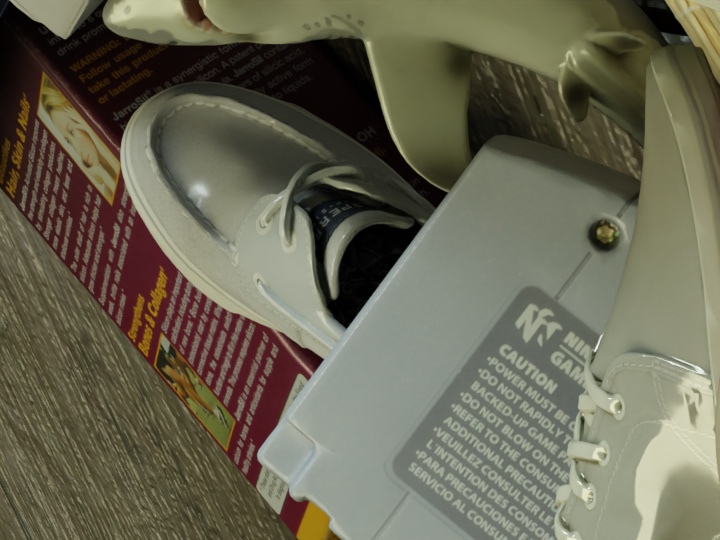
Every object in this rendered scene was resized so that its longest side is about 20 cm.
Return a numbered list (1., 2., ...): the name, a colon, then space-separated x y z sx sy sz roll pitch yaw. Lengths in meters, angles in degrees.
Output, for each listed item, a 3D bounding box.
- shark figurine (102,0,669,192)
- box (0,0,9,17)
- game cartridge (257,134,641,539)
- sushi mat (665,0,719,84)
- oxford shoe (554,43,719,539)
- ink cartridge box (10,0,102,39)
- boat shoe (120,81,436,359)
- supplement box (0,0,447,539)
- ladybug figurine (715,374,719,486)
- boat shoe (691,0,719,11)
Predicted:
1. shark figurine: 0.049 -0.064 0.789 0.214 0.128 0.090 36 -165 -17
2. box: -0.115 -0.124 0.905 0.032 0.121 0.200 25 146 -13
3. game cartridge: 0.087 0.061 0.741 0.200 0.133 0.042 39 -169 7
4. sushi mat: 0.149 -0.003 0.724 0.200 0.012 0.096 59 155 -6
5. oxford shoe: 0.076 0.045 0.686 0.075 0.058 0.200 -54 -39 -75
6. ink cartridge box: -0.091 -0.155 0.697 0.145 0.084 0.200 42 164 -4
7. boat shoe: 0.000 0.000 0.854 0.200 0.072 0.069 45 167 22
8. supplement box: -0.038 -0.014 0.967 0.200 0.086 0.110 49 154 15
9. ladybug figurine: 0.146 0.001 0.601 0.072 0.136 0.200 -96 26 -51
10. boat shoe: 0.053 -0.148 0.650 0.200 0.073 0.062 56 160 12
